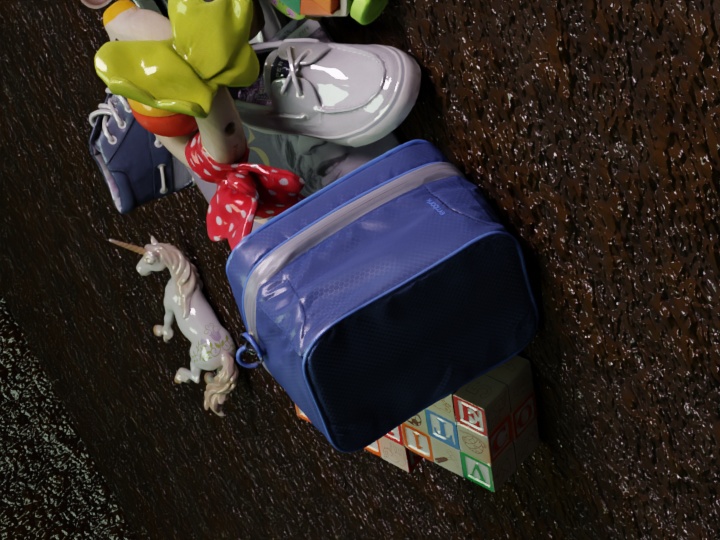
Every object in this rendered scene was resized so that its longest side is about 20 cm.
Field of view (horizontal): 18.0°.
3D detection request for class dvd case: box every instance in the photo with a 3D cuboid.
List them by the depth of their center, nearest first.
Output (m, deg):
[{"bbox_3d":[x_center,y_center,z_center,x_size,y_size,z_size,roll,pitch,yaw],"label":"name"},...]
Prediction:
[{"bbox_3d":[-0.042,-0.072,1.679,0.201,0.148,0.016,58,-165,20],"label":"dvd case"}]

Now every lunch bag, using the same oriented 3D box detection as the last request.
[{"bbox_3d":[0.005,0.016,1.552,0.132,0.199,0.136,51,164,41],"label":"lunch bag"}]

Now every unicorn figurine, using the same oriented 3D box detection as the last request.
[{"bbox_3d":[-0.186,0.049,2.421,0.200,0.074,0.138,46,151,9],"label":"unicorn figurine"}]

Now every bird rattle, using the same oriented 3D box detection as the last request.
[{"bbox_3d":[-0.113,-0.116,1.600,0.163,0.113,0.200,38,164,42],"label":"bird rattle"}]

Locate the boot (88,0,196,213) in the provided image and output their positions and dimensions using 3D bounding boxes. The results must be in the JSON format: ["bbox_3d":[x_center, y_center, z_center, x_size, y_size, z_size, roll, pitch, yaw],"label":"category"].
[{"bbox_3d":[-0.195,-0.143,1.950,0.073,0.090,0.201,41,153,53],"label":"boot"}]

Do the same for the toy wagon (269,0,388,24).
[{"bbox_3d":[-0.048,-0.227,1.547,0.155,0.040,0.200,38,156,17],"label":"toy wagon"}]

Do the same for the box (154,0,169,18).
[{"bbox_3d":[-0.133,-0.198,1.917,0.161,0.044,0.200,58,163,17],"label":"box"}]

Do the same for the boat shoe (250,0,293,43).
[{"bbox_3d":[-0.085,-0.155,1.754,0.074,0.069,0.201,1,129,35],"label":"boat shoe"}]

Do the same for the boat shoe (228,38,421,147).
[{"bbox_3d":[-0.041,-0.134,1.603,0.199,0.068,0.073,13,85,51],"label":"boat shoe"}]

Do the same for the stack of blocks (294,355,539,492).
[{"bbox_3d":[0.036,0.089,1.695,0.199,0.059,0.116,24,142,33],"label":"stack of blocks"}]

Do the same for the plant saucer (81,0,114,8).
[{"bbox_3d":[-0.191,-0.310,1.831,0.200,0.036,0.202,169,102,-64],"label":"plant saucer"}]

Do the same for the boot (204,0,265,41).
[{"bbox_3d":[-0.132,-0.241,1.661,0.201,0.073,0.075,59,-169,31],"label":"boot"}]
